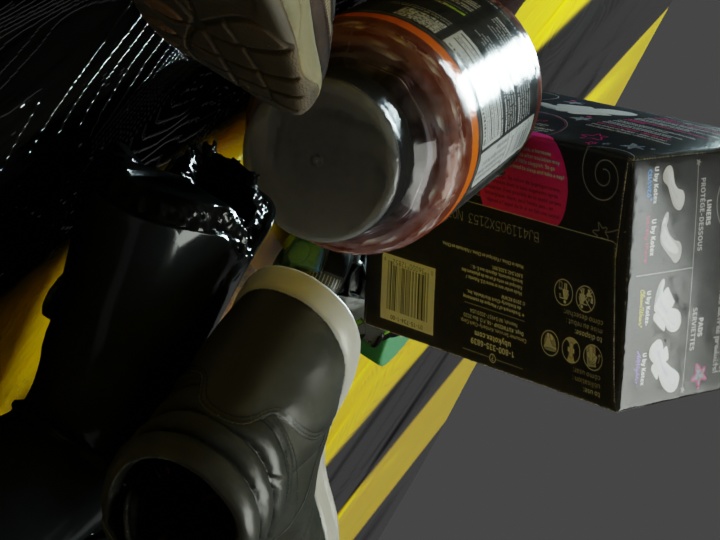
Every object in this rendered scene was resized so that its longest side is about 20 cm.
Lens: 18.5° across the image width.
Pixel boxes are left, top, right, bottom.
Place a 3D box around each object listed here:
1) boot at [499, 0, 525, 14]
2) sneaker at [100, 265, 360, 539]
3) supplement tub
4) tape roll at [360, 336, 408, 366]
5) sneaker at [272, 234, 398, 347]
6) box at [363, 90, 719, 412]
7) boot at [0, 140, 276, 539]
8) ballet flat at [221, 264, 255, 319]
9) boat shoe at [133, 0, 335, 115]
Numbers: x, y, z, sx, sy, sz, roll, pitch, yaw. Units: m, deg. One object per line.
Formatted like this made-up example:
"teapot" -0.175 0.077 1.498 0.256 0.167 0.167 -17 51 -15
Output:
"boot" 0.077 -0.167 1.142 0.167 0.072 0.200 -61 175 8
"sneaker" -0.056 0.095 0.811 0.099 0.070 0.201 -49 160 -38
"supplement tub" 0.012 -0.069 1.004 0.107 0.107 0.200 -61 171 21
"tape roll" 0.049 -0.027 1.598 0.201 0.048 0.201 -56 171 -13
"sneaker" 0.000 0.000 1.271 0.071 0.082 0.200 -57 170 5
"box" 0.107 -0.017 1.156 0.114 0.199 0.133 -9 107 -37
"boot" -0.112 0.041 0.781 0.200 0.076 0.169 -26 142 -62
"ballet flat" -0.110 0.064 0.928 0.201 0.068 0.067 -57 156 -16
"boat shoe" -0.029 -0.112 0.714 0.074 0.074 0.200 -56 173 -13
